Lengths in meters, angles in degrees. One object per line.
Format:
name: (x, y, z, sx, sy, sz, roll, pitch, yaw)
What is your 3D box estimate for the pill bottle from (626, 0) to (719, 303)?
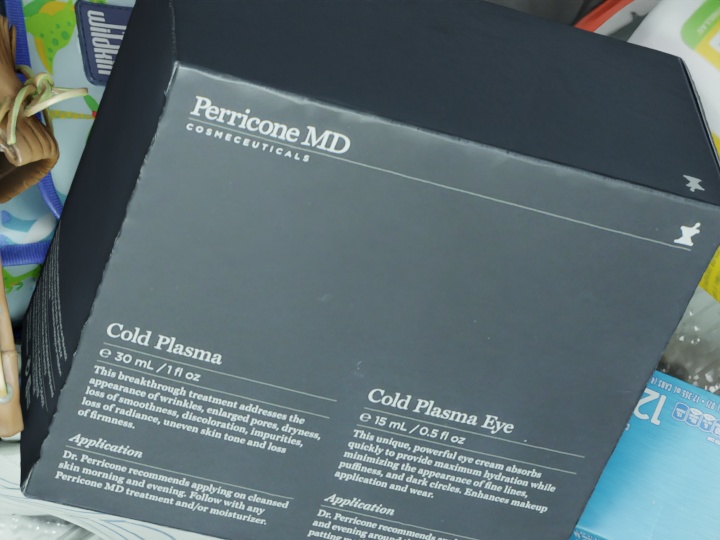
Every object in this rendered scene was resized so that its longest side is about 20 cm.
pill bottle: (0.184, -0.018, 0.992, 0.200, 0.111, 0.111, 40, 81, 16)

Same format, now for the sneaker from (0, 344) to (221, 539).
sneaker: (-0.092, 0.071, 1.010, 0.198, 0.087, 0.075, 11, 73, 9)

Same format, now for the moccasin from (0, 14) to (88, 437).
moccasin: (-0.135, -0.042, 0.936, 0.077, 0.074, 0.203, 3, 72, -6)

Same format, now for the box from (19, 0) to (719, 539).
box: (0.000, 0.000, 0.929, 0.199, 0.183, 0.104, 14, 33, -16)

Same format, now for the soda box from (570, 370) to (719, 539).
soda box: (0.178, 0.108, 0.978, 0.199, 0.064, 0.068, 23, 77, 13)

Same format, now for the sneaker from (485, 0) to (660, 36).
sneaker: (0.052, -0.112, 1.033, 0.200, 0.082, 0.077, -39, 29, 4)

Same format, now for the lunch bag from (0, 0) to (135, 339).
lunch bag: (-0.140, -0.066, 1.044, 0.198, 0.128, 0.171, -8, 74, -9)
